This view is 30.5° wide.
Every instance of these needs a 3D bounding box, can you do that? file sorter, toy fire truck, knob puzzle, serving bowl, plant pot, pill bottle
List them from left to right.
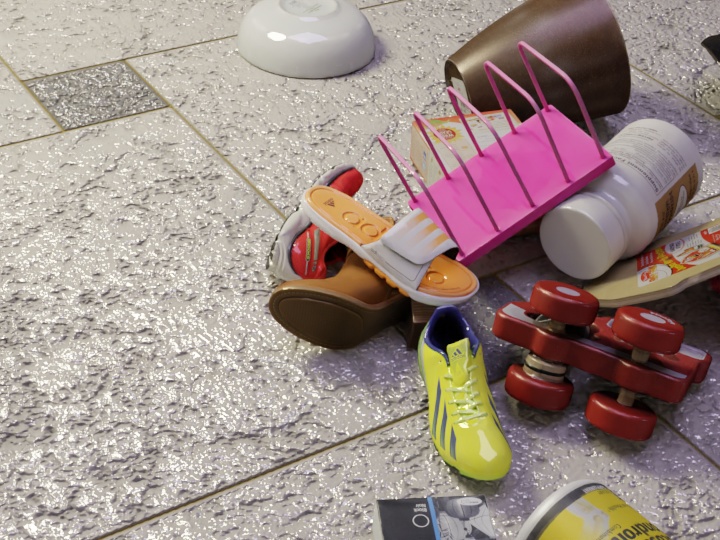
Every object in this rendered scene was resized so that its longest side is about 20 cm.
[{"bbox_3d":[-0.076,-0.347,1.871,0.199,0.066,0.201,2,35,-2],"label":"serving bowl"},{"bbox_3d":[0.139,-0.132,1.415,0.199,0.126,0.139,-34,37,-2],"label":"file sorter"},{"bbox_3d":[0.217,-0.259,1.705,0.199,0.188,0.187,-21,40,-9],"label":"plant pot"},{"bbox_3d":[0.235,0.076,1.291,0.199,0.113,0.168,19,14,19],"label":"toy fire truck"},{"bbox_3d":[0.288,-0.077,1.468,0.114,0.115,0.200,26,45,28],"label":"pill bottle"},{"bbox_3d":[0.215,0.259,1.007,0.112,0.113,0.200,-22,43,-32],"label":"pill bottle"},{"bbox_3d":[0.326,0.003,1.392,0.219,0.031,0.220,-25,10,5],"label":"knob puzzle"}]

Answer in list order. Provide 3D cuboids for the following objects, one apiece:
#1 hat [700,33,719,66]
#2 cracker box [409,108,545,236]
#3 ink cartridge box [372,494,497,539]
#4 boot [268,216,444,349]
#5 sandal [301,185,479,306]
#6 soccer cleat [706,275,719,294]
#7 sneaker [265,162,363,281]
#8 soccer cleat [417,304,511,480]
[{"bbox_3d":[0.545,-0.258,1.803,0.199,0.081,0.201,10,32,-6],"label":"hat"},{"bbox_3d":[0.153,-0.115,1.575,0.133,0.058,0.200,-8,36,-14],"label":"cracker box"},{"bbox_3d":[0.070,0.262,1.051,0.099,0.039,0.201,-1,36,-9],"label":"ink cartridge box"},{"bbox_3d":[0.000,0.000,1.359,0.198,0.077,0.156,3,46,-11],"label":"boot"},{"bbox_3d":[0.030,-0.038,1.324,0.206,0.059,0.079,33,40,13],"label":"sandal"},{"bbox_3d":[0.414,0.029,1.390,0.076,0.067,0.200,-10,30,5],"label":"soccer cleat"},{"bbox_3d":[-0.035,-0.042,1.458,0.085,0.077,0.200,30,43,2],"label":"sneaker"},{"bbox_3d":[0.093,0.111,1.226,0.064,0.084,0.201,-3,36,-11],"label":"soccer cleat"}]
